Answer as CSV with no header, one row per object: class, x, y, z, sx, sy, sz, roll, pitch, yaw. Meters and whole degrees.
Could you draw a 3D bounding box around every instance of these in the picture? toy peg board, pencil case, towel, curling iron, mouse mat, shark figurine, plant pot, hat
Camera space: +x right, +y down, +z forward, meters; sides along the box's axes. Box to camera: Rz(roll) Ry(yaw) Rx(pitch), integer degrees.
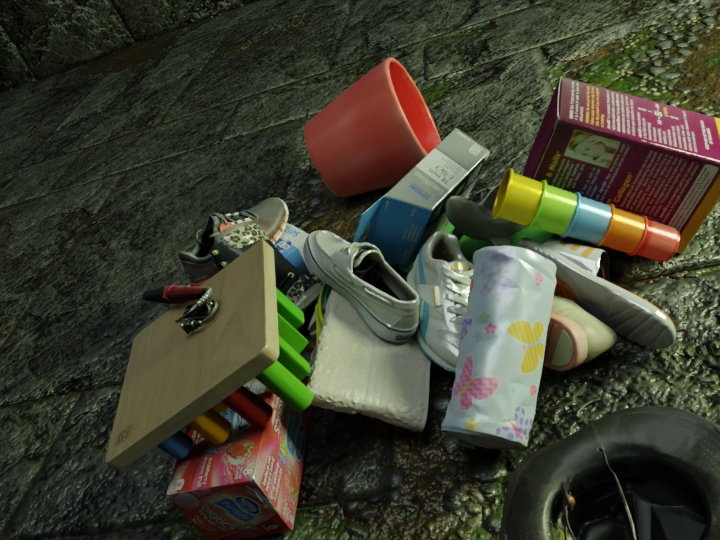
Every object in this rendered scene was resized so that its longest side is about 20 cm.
toy peg board,-0.143,0.102,0.710,0.199,0.098,0.200,-36,29,13
pencil case,0.135,0.075,0.671,0.091,0.083,0.200,-13,60,54
towel,0.014,0.092,0.771,0.132,0.034,0.200,13,35,0
curling iron,-0.210,0.033,0.755,0.050,0.026,0.200,-51,29,-20
mouse mat,0.163,-0.037,0.935,0.200,0.008,0.161,8,46,40
shark figurine,0.205,-0.062,0.894,0.214,0.128,0.090,-16,57,-19
plant pot,0.018,-0.219,1.118,0.177,0.200,0.200,-22,33,21
hat,0.212,0.204,0.523,0.200,0.081,0.201,-24,29,14

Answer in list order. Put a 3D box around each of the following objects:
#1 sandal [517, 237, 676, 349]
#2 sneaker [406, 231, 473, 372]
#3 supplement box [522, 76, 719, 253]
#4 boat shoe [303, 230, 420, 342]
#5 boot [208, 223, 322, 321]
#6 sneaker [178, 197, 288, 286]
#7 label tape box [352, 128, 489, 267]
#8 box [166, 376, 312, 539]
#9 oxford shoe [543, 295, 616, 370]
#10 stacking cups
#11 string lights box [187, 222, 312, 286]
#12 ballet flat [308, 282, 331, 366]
sandal,0.264,0.016,0.750,0.059,0.079,0.207,-36,45,-19
sneaker,0.104,0.036,0.782,0.076,0.081,0.200,5,39,-20
supplement box,0.302,-0.121,0.787,0.200,0.131,0.103,17,45,4
boat shoe,0.000,0.000,0.805,0.072,0.066,0.200,-11,42,-31
boot,-0.163,0.039,0.909,0.204,0.073,0.154,-36,75,-26
sneaker,-0.184,-0.057,0.998,0.077,0.082,0.200,9,46,40
label tape box,0.075,-0.076,0.907,0.063,0.144,0.200,38,62,12
box,-0.120,0.179,0.740,0.100,0.096,0.200,-15,35,16
oxford shoe,0.194,0.054,0.762,0.074,0.071,0.200,-7,24,-26
stacking cups,0.249,-0.052,0.758,0.200,0.061,0.061,20,44,0
string lights box,-0.162,0.011,1.021,0.200,0.059,0.103,-38,37,-19
ballet flat,-0.037,0.080,0.858,0.067,0.067,0.200,-43,28,25
